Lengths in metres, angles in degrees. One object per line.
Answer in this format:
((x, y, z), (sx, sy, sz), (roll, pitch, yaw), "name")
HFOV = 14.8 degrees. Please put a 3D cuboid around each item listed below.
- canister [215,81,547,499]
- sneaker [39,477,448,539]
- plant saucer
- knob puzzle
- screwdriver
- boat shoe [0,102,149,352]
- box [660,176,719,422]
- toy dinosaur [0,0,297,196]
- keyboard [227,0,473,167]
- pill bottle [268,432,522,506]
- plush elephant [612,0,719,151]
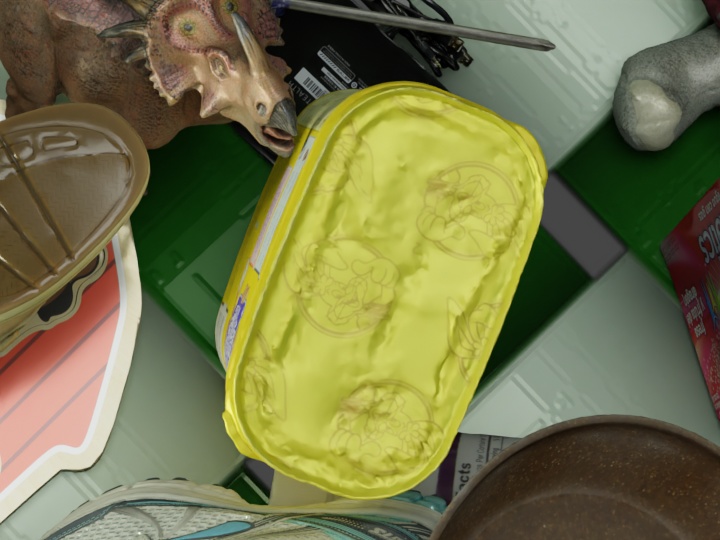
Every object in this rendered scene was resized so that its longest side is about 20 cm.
((0.000, 0.000, 1.075), (0.086, 0.200, 0.149), (21, 92, -7), "canister")
((-0.055, 0.121, 1.037), (0.199, 0.086, 0.078), (-9, 97, 20), "sneaker")
((0.088, 0.153, 0.998), (0.200, 0.037, 0.201), (6, 78, -32), "plant saucer")
((-0.179, 0.008, 1.155), (0.219, 0.030, 0.220), (1, 78, -6), "knob puzzle")
((-0.015, -0.110, 1.168), (0.199, 0.029, 0.028), (9, 97, 6), "screwdriver")
((-0.167, 0.006, 1.099), (0.200, 0.065, 0.071), (-36, 79, 2), "boat shoe")
((0.198, -0.003, 1.110), (0.099, 0.200, 0.096), (-17, 80, -9), "box")
((-0.104, -0.097, 1.115), (0.199, 0.136, 0.086), (17, 65, 9), "toy dinosaur")
((-0.002, -0.084, 1.198), (0.200, 0.040, 0.104), (44, 101, 2), "keyboard")
((0.062, 0.123, 1.112), (0.199, 0.112, 0.113), (5, 78, 4), "pill bottle")
((0.194, -0.147, 1.160), (0.199, 0.155, 0.165), (-3, 79, -6), "plush elephant")
